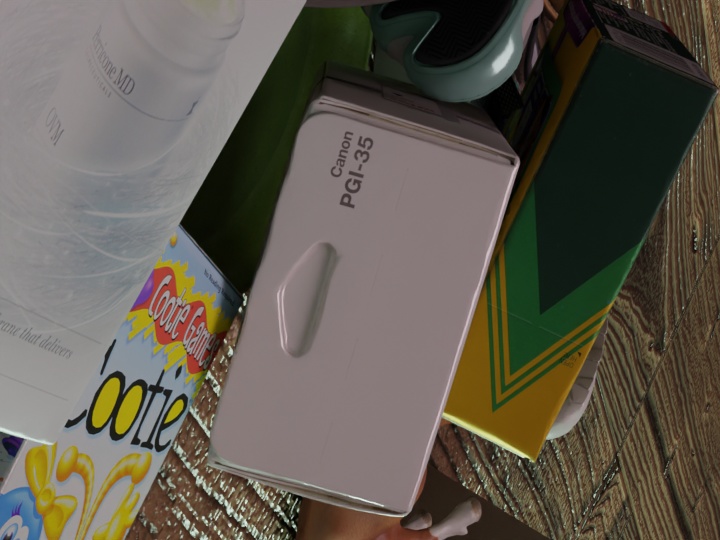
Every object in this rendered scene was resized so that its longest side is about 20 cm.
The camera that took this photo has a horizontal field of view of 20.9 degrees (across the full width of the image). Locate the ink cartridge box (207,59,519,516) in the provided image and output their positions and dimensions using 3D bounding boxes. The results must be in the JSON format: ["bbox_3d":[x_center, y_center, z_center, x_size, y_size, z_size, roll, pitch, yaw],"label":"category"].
[{"bbox_3d":[0.000,0.000,0.796,0.200,0.083,0.147,-90,-163,-80],"label":"ink cartridge box"}]

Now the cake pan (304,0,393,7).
[{"bbox_3d":[-0.009,-0.187,0.689,0.037,0.200,0.201,-96,-176,-50],"label":"cake pan"}]

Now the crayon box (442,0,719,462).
[{"bbox_3d":[0.089,-0.030,0.881,0.200,0.058,0.173,-78,-169,-75],"label":"crayon box"}]

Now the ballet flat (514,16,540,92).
[{"bbox_3d":[0.066,-0.129,1.046,0.073,0.073,0.200,-52,145,-37],"label":"ballet flat"}]

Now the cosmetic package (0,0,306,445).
[{"bbox_3d":[-0.124,-0.077,0.544,0.200,0.123,0.199,-62,157,-3],"label":"cosmetic package"}]

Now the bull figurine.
[{"bbox_3d":[0.017,0.094,1.087,0.121,0.065,0.200,-3,120,-37],"label":"bull figurine"}]

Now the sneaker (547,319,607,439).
[{"bbox_3d":[0.098,0.011,1.120,0.081,0.076,0.200,82,2,-59],"label":"sneaker"}]

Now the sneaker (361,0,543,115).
[{"bbox_3d":[0.048,-0.109,0.834,0.140,0.078,0.200,67,13,-45],"label":"sneaker"}]

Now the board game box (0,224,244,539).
[{"bbox_3d":[-0.140,0.064,0.675,0.200,0.105,0.103,-64,157,-13],"label":"board game box"}]

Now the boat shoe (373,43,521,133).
[{"bbox_3d":[0.059,-0.086,1.005,0.093,0.075,0.200,-5,127,-29],"label":"boat shoe"}]

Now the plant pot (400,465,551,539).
[{"bbox_3d":[0.060,0.279,1.209,0.177,0.200,0.200,-41,145,-31],"label":"plant pot"}]

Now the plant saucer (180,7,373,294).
[{"bbox_3d":[-0.054,-0.082,0.847,0.200,0.031,0.200,-50,151,-42],"label":"plant saucer"}]

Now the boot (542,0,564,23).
[{"bbox_3d":[0.138,-0.208,1.121,0.074,0.075,0.200,-59,156,-29],"label":"boot"}]
